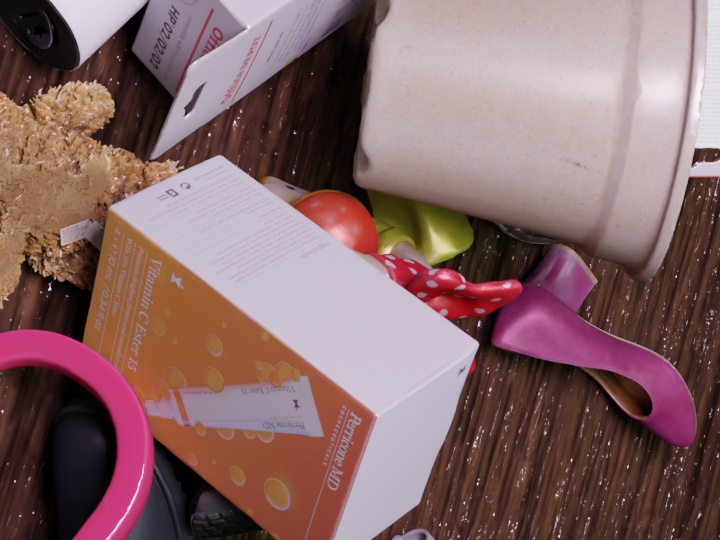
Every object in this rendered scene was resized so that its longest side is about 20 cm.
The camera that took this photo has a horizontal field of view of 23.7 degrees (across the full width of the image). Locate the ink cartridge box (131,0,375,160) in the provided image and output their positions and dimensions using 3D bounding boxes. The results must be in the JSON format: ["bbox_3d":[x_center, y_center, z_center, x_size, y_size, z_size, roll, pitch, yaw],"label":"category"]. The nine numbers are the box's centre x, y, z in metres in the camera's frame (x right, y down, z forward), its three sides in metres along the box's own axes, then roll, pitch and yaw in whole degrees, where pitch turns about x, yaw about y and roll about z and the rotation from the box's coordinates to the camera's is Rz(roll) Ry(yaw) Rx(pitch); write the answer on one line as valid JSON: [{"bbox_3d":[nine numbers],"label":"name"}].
[{"bbox_3d":[-0.060,-0.162,1.000,0.068,0.115,0.200,47,60,6],"label":"ink cartridge box"}]

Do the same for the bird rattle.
[{"bbox_3d":[0.000,0.000,1.055,0.161,0.201,0.114,21,113,-12],"label":"bird rattle"}]

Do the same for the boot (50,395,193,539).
[{"bbox_3d":[-0.163,0.197,0.977,0.168,0.076,0.202,-46,128,-51],"label":"boot"}]

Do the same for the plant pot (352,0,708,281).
[{"bbox_3d":[0.092,-0.106,1.016,0.181,0.200,0.203,7,90,-2],"label":"plant pot"}]

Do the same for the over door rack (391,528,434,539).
[{"bbox_3d":[0.040,0.300,1.169,0.148,0.066,0.201,47,46,-31],"label":"over door rack"}]

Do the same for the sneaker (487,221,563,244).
[{"bbox_3d":[0.120,-0.072,1.175,0.199,0.115,0.076,29,77,-35],"label":"sneaker"}]

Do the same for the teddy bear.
[{"bbox_3d":[-0.183,-0.045,0.984,0.198,0.066,0.147,5,104,-42],"label":"teddy bear"}]

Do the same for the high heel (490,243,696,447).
[{"bbox_3d":[0.172,0.082,1.258,0.096,0.067,0.201,-51,119,-25],"label":"high heel"}]

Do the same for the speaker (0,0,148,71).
[{"bbox_3d":[-0.126,-0.207,0.994,0.200,0.081,0.082,-48,120,-23],"label":"speaker"}]

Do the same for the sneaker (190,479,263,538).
[{"bbox_3d":[-0.052,0.115,1.066,0.200,0.075,0.089,9,69,-67],"label":"sneaker"}]

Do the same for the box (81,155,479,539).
[{"bbox_3d":[-0.051,0.049,0.962,0.097,0.199,0.125,-29,147,-46],"label":"box"}]

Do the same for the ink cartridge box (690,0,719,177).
[{"bbox_3d":[0.225,-0.168,1.193,0.108,0.050,0.203,-1,100,-13],"label":"ink cartridge box"}]

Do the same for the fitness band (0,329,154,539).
[{"bbox_3d":[-0.203,0.128,0.940,0.143,0.037,0.201,36,74,11],"label":"fitness band"}]
